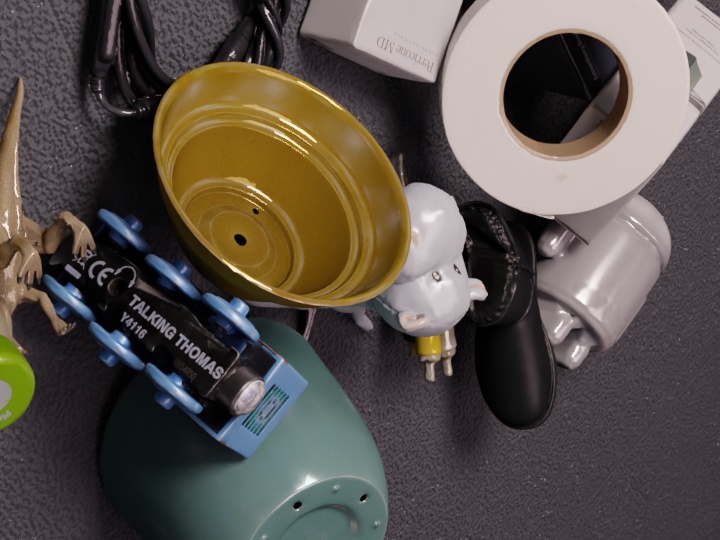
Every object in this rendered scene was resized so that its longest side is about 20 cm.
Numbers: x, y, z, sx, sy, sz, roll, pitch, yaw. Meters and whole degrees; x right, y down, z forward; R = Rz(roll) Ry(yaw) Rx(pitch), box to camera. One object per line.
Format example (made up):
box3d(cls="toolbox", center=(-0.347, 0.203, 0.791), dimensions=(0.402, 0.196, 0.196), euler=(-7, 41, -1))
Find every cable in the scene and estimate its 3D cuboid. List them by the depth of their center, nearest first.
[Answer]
box3d(cls="cable", center=(-0.109, -0.197, 0.873), dimensions=(0.162, 0.051, 0.202), euler=(-1, 105, -44))
box3d(cls="cable", center=(0.058, -0.008, 1.101), dimensions=(0.097, 0.050, 0.202), euler=(-45, 132, -68))

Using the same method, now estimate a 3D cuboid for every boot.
box3d(cls="boot", center=(0.120, 0.045, 1.106), dimensions=(0.168, 0.076, 0.202), euler=(7, 78, -72))

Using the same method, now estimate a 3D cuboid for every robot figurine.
box3d(cls="robot figurine", center=(0.231, 0.000, 1.237), dimensions=(0.201, 0.113, 0.170), euler=(-53, 132, -15))

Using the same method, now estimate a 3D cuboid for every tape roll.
box3d(cls="tape roll", center=(0.161, -0.143, 1.003), dimensions=(0.201, 0.037, 0.205), euler=(-1, 114, -1))

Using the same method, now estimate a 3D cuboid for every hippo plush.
box3d(cls="hippo plush", center=(0.000, 0.000, 0.976), dimensions=(0.159, 0.160, 0.202), euler=(-20, 119, -38))

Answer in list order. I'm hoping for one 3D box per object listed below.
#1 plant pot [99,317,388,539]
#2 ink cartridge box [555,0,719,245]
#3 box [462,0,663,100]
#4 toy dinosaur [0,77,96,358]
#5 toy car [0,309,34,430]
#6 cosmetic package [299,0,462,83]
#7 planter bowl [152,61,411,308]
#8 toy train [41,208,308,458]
box3d(cls="plant pot", center=(-0.073, 0.161, 0.940), dimensions=(0.199, 0.161, 0.202), euler=(-18, 125, -27))
box3d(cls="ink cartridge box", center=(0.255, -0.138, 1.157), dimensions=(0.200, 0.084, 0.146), euler=(-47, 173, -35))
box3d(cls="box", center=(0.190, -0.277, 1.093), dimensions=(0.200, 0.107, 0.149), euler=(-52, 135, -17))
box3d(cls="toy dinosaur", center=(-0.223, -0.018, 0.795), dimensions=(0.058, 0.101, 0.202), euler=(-4, 106, -53))
box3d(cls="toy car", center=(-0.310, 0.081, 0.719), dimensions=(0.157, 0.164, 0.201), euler=(26, 100, -46))
box3d(cls="cosmetic package", center=(0.037, -0.258, 0.977), dimensions=(0.101, 0.074, 0.202), euler=(14, 94, -46))
box3d(cls="planter bowl", center=(-0.068, -0.041, 0.874), dimensions=(0.199, 0.201, 0.083), euler=(-10, 154, -42))
box3d(cls="toy train", center=(-0.131, 0.040, 0.848), dimensions=(0.087, 0.199, 0.114), euler=(-50, 153, -9))
